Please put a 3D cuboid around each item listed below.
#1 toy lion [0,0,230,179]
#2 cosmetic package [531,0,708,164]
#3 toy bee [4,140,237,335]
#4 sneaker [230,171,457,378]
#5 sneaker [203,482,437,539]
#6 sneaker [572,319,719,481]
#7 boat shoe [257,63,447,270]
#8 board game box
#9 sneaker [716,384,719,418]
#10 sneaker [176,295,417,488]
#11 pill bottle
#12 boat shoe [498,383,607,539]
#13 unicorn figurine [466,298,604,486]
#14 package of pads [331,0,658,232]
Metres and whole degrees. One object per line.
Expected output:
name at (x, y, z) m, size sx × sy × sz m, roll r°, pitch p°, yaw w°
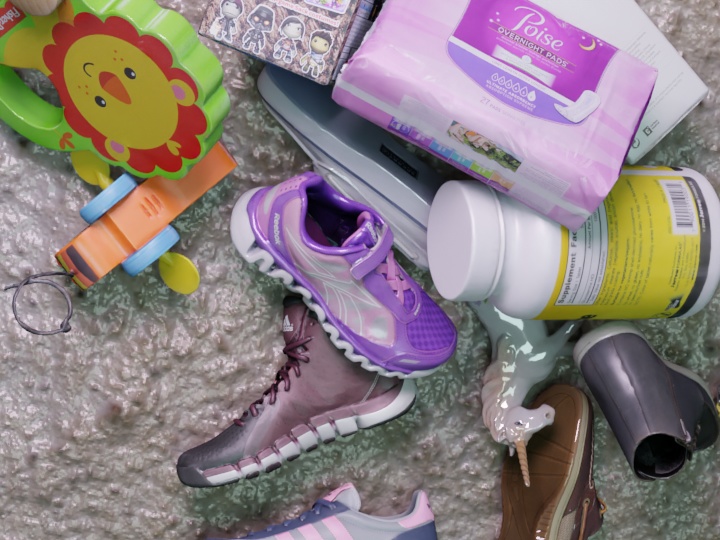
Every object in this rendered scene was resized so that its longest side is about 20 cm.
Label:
toy lion at (-0.189, -0.138, 1.123) m, size 0.192 × 0.199 × 0.069 m, roll 50°, pitch 49°, yaw -17°
cosmetic package at (0.152, -0.182, 1.201) m, size 0.085 × 0.108 × 0.200 m, roll -42°, pitch 106°, yaw 2°
toy bee at (-0.187, -0.031, 1.197) m, size 0.198 × 0.109 × 0.132 m, roll -19°, pitch 90°, yaw -26°
sneaker at (0.000, 0.000, 1.196) m, size 0.200 × 0.081 × 0.088 m, roll 40°, pitch 138°, yaw -13°
sneaker at (-0.036, 0.209, 1.284) m, size 0.198 × 0.070 × 0.083 m, roll 4°, pitch 85°, yaw -12°
sneaker at (0.231, 0.126, 1.240) m, size 0.074 × 0.107 × 0.200 m, roll -33°, pitch 141°, yaw 19°
boat shoe at (-0.007, -0.074, 1.219) m, size 0.200 × 0.074 × 0.065 m, roll 41°, pitch 120°, yaw -3°
board game box at (-0.020, -0.238, 1.127) m, size 0.096 × 0.159 × 0.202 m, roll 22°, pitch 98°, yaw 4°
sneaker at (0.324, 0.127, 1.315) m, size 0.084 × 0.074 × 0.202 m, roll 11°, pitch 91°, yaw -4°
sneaker at (-0.062, 0.083, 1.249) m, size 0.198 × 0.076 × 0.117 m, roll -21°, pitch 99°, yaw -14°
pill bottle at (0.154, -0.021, 1.177) m, size 0.198 × 0.112 × 0.114 m, roll 0°, pitch 102°, yaw -20°
boat shoe at (0.159, 0.193, 1.308) m, size 0.071 × 0.072 × 0.202 m, roll 10°, pitch 90°, yaw -41°
unicorn figurine at (0.131, 0.046, 1.268) m, size 0.137 × 0.074 × 0.201 m, roll -31°, pitch 85°, yaw -4°
package of pads at (0.092, -0.127, 1.100) m, size 0.198 × 0.076 × 0.121 m, roll 27°, pitch 62°, yaw -2°
